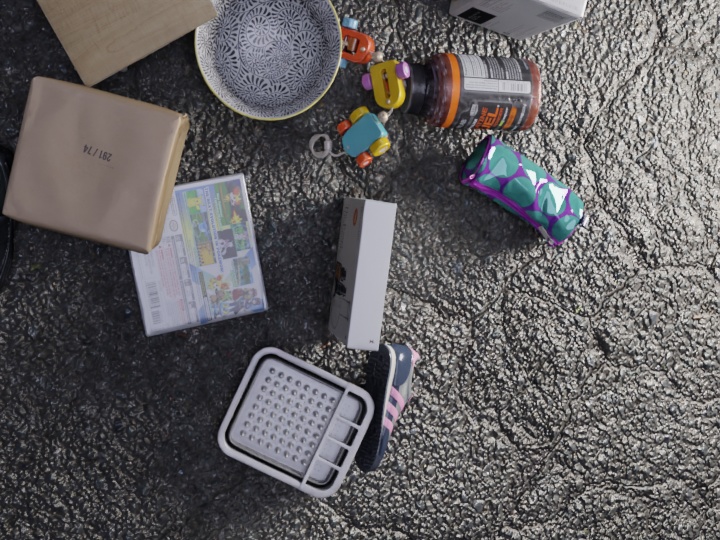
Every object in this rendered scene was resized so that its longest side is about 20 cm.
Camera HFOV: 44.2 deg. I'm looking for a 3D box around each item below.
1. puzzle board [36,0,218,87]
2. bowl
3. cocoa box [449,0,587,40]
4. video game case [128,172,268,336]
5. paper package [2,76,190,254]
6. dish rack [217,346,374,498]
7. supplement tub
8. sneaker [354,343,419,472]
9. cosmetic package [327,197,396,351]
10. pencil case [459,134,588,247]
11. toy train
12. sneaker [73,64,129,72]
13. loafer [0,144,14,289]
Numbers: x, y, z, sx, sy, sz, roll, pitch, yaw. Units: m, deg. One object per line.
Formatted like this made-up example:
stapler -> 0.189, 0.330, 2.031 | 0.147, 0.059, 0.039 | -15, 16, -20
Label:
puzzle board -> -0.305, -0.352, 1.141 | 0.198, 0.017, 0.152 | -28, 105, 1
bowl -> -0.126, -0.305, 1.220 | 0.197, 0.094, 0.205 | 0, 94, -5
cocoa box -> 0.229, -0.423, 1.249 | 0.131, 0.200, 0.134 | 15, 92, -15
video game case -> -0.237, -0.023, 1.266 | 0.179, 0.022, 0.204 | -12, 98, -13
paper package -> -0.344, -0.137, 1.169 | 0.196, 0.103, 0.194 | 14, 92, -6
dish rack -> -0.095, 0.221, 1.307 | 0.198, 0.044, 0.174 | 26, 90, -8
supplement tub -> 0.157, -0.261, 1.298 | 0.196, 0.107, 0.109 | 0, 96, -14
sneaker -> 0.045, 0.210, 1.343 | 0.081, 0.070, 0.204 | 3, 106, -39
cosmetic package -> 0.000, 0.000, 1.262 | 0.051, 0.151, 0.204 | 6, 94, -15
pencil case -> 0.246, -0.118, 1.346 | 0.198, 0.085, 0.093 | 32, 61, -15
toy train -> 0.000, -0.253, 1.281 | 0.148, 0.055, 0.204 | 18, 101, 26
sneaker -> -0.370, -0.357, 1.169 | 0.079, 0.074, 0.204 | -16, 99, -10
loafer -> -0.493, -0.066, 1.170 | 0.067, 0.070, 0.205 | 6, 95, -13
